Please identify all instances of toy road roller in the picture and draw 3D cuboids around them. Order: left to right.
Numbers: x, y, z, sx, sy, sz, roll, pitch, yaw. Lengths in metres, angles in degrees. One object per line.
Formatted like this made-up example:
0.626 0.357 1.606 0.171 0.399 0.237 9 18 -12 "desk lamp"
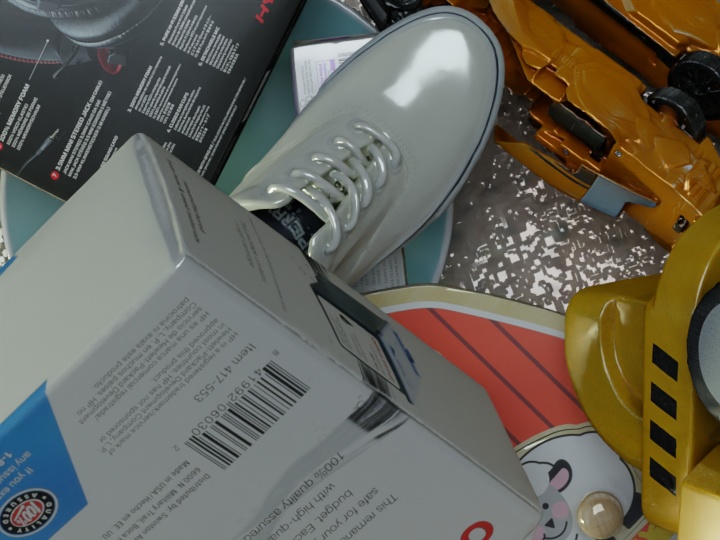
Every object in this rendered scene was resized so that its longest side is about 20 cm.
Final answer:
0.157 0.071 0.835 0.122 0.146 0.202 -9 105 -36 "toy road roller"

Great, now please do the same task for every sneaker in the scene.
-0.014 -0.024 0.837 0.073 0.071 0.200 40 89 -1 "sneaker"

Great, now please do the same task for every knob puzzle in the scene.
0.026 0.095 0.880 0.218 0.030 0.221 0 97 -1 "knob puzzle"

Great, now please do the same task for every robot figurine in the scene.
0.090 -0.099 0.915 0.200 0.058 0.145 39 57 11 "robot figurine"

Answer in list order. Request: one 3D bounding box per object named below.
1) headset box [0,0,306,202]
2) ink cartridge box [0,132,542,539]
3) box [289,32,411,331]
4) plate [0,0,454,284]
-0.129 -0.120 0.868 0.199 0.075 0.149 26 99 -3 "headset box"
-0.053 0.068 0.780 0.146 0.200 0.086 -42 38 14 "ink cartridge box"
0.000 0.000 0.903 0.041 0.039 0.202 -7 97 2 "box"
-0.058 -0.031 0.931 0.199 0.026 0.202 0 98 0 "plate"
